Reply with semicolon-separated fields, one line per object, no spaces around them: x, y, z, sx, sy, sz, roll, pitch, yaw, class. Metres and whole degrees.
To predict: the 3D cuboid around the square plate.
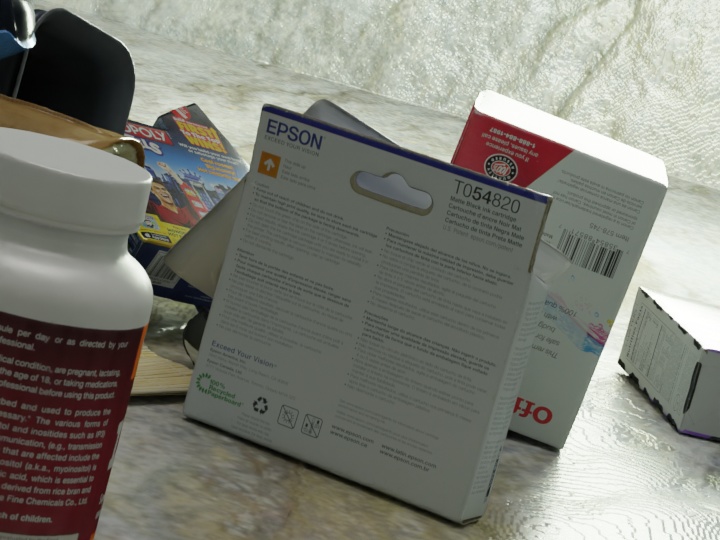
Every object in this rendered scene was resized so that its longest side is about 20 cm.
0.000;0.000;1.611;0.198;0.200;0.029;32;45;-16;square plate

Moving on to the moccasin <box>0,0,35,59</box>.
-0.234;-0.178;1.543;0.080;0.068;0.200;-20;19;-15;moccasin

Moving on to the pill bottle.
-0.156;0.044;1.113;0.113;0.201;0.113;15;10;-3;pill bottle

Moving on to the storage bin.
-0.247;-0.070;1.653;0.134;0.201;0.145;10;-8;29;storage bin

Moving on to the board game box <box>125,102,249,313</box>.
-0.132;-0.048;1.799;0.200;0.062;0.200;14;32;-43;board game box

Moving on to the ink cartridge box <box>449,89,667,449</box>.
0.111;-0.003;1.752;0.145;0.201;0.145;22;11;1;ink cartridge box

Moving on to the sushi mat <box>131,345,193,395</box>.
-0.179;0.060;1.536;0.095;0.012;0.200;23;12;33;sushi mat

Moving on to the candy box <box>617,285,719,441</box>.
0.310;0.085;1.973;0.167;0.072;0.200;13;11;-11;candy box

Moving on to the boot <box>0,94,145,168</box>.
-0.240;-0.086;1.430;0.199;0.066;0.175;20;10;13;boot

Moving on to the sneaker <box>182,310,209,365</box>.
-0.017;0.053;1.611;0.199;0.085;0.074;18;10;17;sneaker

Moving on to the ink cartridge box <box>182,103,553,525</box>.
0.007;0.023;1.484;0.199;0.201;0.041;20;11;23;ink cartridge box
